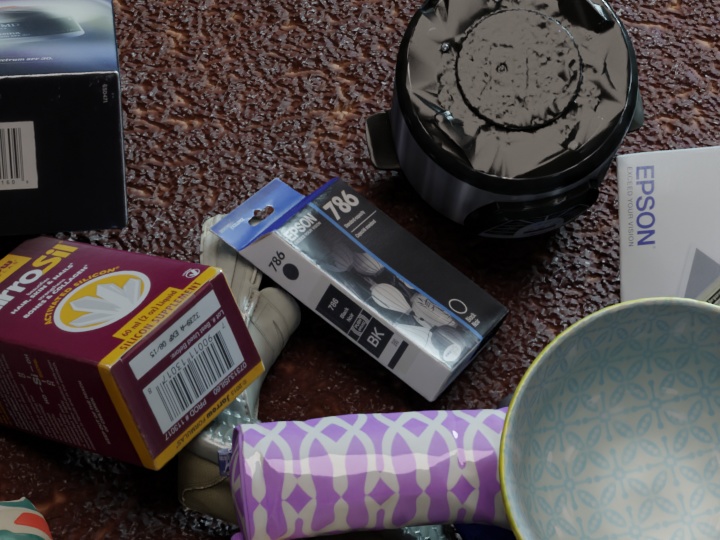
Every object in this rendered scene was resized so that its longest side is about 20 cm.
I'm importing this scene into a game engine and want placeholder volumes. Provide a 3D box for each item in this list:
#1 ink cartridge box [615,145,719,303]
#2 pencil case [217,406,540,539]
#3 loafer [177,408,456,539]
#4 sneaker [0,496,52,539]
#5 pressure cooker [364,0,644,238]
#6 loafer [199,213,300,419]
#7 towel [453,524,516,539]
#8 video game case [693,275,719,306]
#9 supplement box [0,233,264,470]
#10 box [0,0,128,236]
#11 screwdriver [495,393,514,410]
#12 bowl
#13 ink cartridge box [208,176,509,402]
[{"bbox_3d":[0.275,0.011,1.506,0.199,0.041,0.200,-5,76,19],"label":"ink cartridge box"},{"bbox_3d":[0.013,0.131,1.368,0.199,0.086,0.084,-4,17,-5],"label":"pencil case"},{"bbox_3d":[-0.032,0.156,1.447,0.200,0.070,0.075,25,22,4],"label":"loafer"},{"bbox_3d":[-0.289,0.189,1.402,0.199,0.071,0.093,-10,32,-10],"label":"sneaker"},{"bbox_3d":[0.110,-0.117,1.614,0.176,0.200,0.179,34,79,5],"label":"pressure cooker"},{"bbox_3d":[-0.076,0.034,1.542,0.070,0.070,0.200,-5,48,3],"label":"loafer"},{"bbox_3d":[0.156,0.185,1.406,0.147,0.050,0.200,-35,58,4],"label":"towel"},{"bbox_3d":[0.247,0.108,1.413,0.045,0.200,0.182,13,40,-47],"label":"video game case"},{"bbox_3d":[-0.176,0.049,1.458,0.200,0.086,0.110,10,42,44],"label":"supplement box"},{"bbox_3d":[-0.271,-0.114,1.584,0.199,0.124,0.198,-3,22,-7],"label":"box"},{"bbox_3d":[0.143,0.153,1.381,0.028,0.029,0.200,-38,56,4],"label":"screwdriver"},{"bbox_3d":[0.174,0.124,1.320,0.199,0.108,0.201,1,75,-5],"label":"bowl"},{"bbox_3d":[0.000,0.000,1.553,0.200,0.039,0.099,36,38,9],"label":"ink cartridge box"}]
